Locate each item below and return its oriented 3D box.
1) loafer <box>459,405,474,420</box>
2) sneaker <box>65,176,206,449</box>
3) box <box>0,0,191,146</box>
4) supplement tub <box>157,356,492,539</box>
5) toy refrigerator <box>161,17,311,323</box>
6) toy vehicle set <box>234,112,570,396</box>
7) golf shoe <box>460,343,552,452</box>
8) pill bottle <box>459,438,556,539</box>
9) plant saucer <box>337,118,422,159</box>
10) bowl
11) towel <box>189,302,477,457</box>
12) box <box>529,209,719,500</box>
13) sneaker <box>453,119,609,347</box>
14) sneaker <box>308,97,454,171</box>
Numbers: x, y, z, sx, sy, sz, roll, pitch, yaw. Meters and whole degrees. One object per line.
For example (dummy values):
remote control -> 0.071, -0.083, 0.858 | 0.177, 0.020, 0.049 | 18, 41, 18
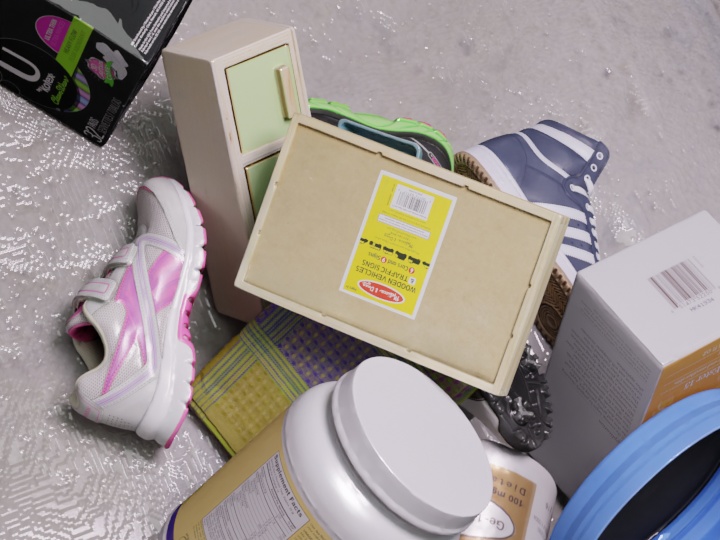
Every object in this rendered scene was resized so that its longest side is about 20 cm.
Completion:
loafer -> 0.050, 0.014, 1.649 | 0.070, 0.069, 0.202 | -14, 95, -64
sneaker -> -0.160, 0.021, 1.575 | 0.087, 0.081, 0.202 | 9, 60, -13
box -> -0.226, -0.213, 1.612 | 0.199, 0.149, 0.125 | 32, 62, -6
supplement tub -> -0.024, 0.164, 1.475 | 0.145, 0.200, 0.146 | 35, 30, -24
toy refrigerator -> -0.073, -0.069, 1.589 | 0.076, 0.070, 0.202 | -25, 116, -33
toy vehicle set -> 0.026, -0.012, 1.489 | 0.199, 0.026, 0.125 | 22, 95, 16
golf shoe -> 0.055, 0.058, 1.580 | 0.077, 0.095, 0.201 | -12, 60, -54
pill bottle -> 0.062, 0.226, 1.551 | 0.113, 0.114, 0.201 | 21, 62, -11
plant saucer -> 0.000, 0.000, 1.552 | 0.070, 0.202, 0.019 | 20, 20, 31
bowl -> 0.213, 0.164, 1.593 | 0.200, 0.202, 0.039 | -26, 56, -28
towel -> -0.022, 0.081, 1.552 | 0.144, 0.200, 0.023 | 50, 26, 9
box -> 0.208, 0.075, 1.613 | 0.124, 0.201, 0.098 | -25, 58, -27
sneaker -> 0.163, -0.026, 1.726 | 0.108, 0.070, 0.201 | -27, 78, -29
sneaker -> -0.020, -0.075, 1.673 | 0.198, 0.077, 0.084 | 5, 62, -18
